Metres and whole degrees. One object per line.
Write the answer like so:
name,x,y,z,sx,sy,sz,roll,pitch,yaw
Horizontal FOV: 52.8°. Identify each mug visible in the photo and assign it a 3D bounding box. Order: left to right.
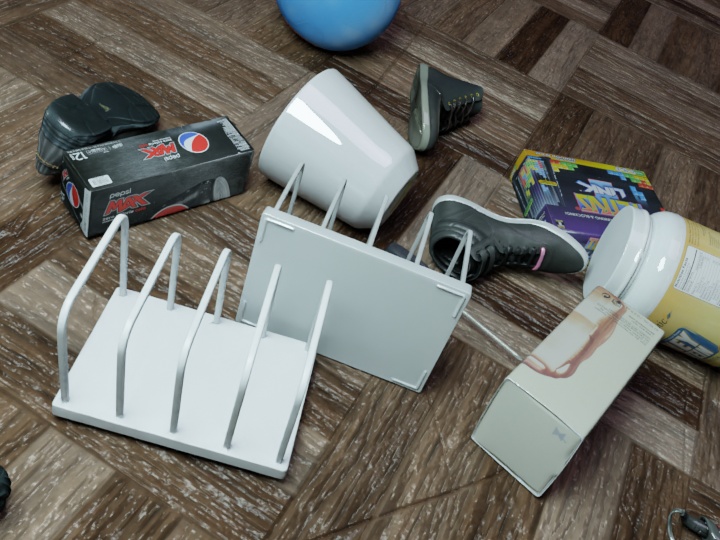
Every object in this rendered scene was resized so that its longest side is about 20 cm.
mug,-0.006,-0.140,0.864,0.153,0.150,0.187,37,51,6

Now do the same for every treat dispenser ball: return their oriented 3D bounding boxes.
treat dispenser ball,-0.034,-0.438,1.101,0.199,0.202,0.202,11,44,-11

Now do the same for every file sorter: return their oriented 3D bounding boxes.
file sorter,-0.133,0.059,0.612,0.198,0.125,0.139,17,43,-5
file sorter,0.000,0.000,0.726,0.198,0.139,0.125,21,40,0

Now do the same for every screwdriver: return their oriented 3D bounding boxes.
screwdriver,0.099,0.037,0.809,0.029,0.028,0.200,-40,67,-11

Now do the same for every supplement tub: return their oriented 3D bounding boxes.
supplement tub,0.381,0.019,0.852,0.198,0.145,0.145,23,43,2

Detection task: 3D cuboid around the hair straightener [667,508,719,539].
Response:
hair straightener,0.369,0.286,0.657,0.199,0.041,0.077,33,44,11

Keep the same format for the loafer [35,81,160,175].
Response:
loafer,-0.296,-0.160,0.814,0.073,0.072,0.200,43,24,-1

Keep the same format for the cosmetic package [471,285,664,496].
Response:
cosmetic package,0.209,0.113,0.723,0.087,0.104,0.199,38,44,20

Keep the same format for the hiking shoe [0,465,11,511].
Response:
hiking shoe,-0.346,0.137,0.495,0.198,0.075,0.087,2,47,-20

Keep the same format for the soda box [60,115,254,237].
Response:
soda box,-0.217,-0.105,0.789,0.199,0.071,0.063,-23,61,-38

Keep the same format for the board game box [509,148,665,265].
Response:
board game box,0.320,-0.081,0.993,0.198,0.057,0.166,7,44,-15

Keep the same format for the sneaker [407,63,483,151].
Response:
sneaker,0.129,-0.234,1.053,0.105,0.075,0.201,13,43,-5

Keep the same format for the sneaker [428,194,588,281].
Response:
sneaker,0.168,-0.017,0.863,0.198,0.071,0.100,20,44,7
